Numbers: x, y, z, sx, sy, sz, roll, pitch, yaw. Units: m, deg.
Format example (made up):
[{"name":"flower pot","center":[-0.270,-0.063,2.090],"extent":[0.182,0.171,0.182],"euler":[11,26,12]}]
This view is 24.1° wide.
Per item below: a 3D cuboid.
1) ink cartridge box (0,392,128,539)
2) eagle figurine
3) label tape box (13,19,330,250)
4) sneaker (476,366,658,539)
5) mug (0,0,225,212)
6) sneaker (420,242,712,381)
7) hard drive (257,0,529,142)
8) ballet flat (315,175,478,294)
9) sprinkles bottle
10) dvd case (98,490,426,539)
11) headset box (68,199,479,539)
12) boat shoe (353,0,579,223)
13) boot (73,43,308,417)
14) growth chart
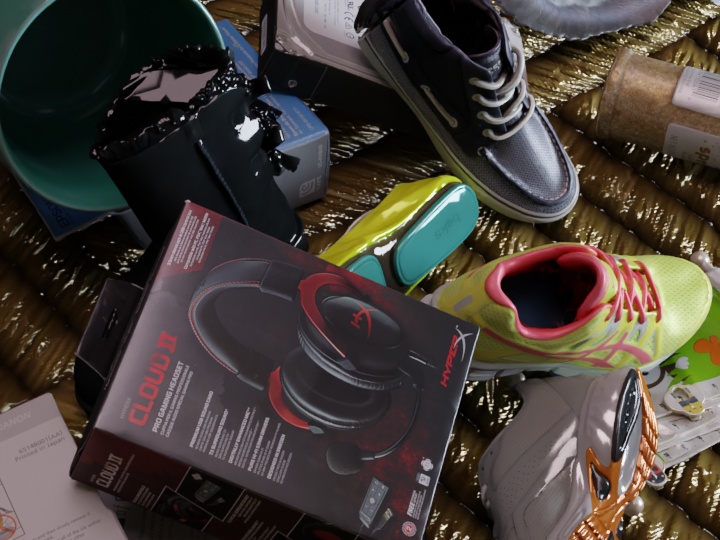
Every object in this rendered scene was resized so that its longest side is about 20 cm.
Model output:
[{"name":"ink cartridge box","center":[-0.215,0.176,0.872],"extent":[0.200,0.045,0.176],"euler":[-24,53,-14]},{"name":"eagle figurine","center":[0.193,-0.258,1.315],"extent":[0.200,0.152,0.151],"euler":[-20,84,11]},{"name":"label tape box","center":[-0.141,-0.081,1.142],"extent":[0.200,0.066,0.143],"euler":[-24,52,-22]},{"name":"sneaker","center":[0.100,0.142,0.950],"extent":[0.092,0.076,0.200],"euler":[-1,47,34]},{"name":"mug","center":[-0.166,-0.116,1.042],"extent":[0.152,0.185,0.114],"euler":[-39,41,-11]},{"name":"sneaker","center":[0.136,0.020,0.999],"extent":[0.200,0.090,0.078],"euler":[-9,68,-28]},{"name":"hard drive","center":[0.025,-0.157,1.200],"extent":[0.200,0.038,0.140],"euler":[19,42,-18]},{"name":"ballet flat","center":[0.000,0.000,1.083],"extent":[0.067,0.067,0.200],"euler":[11,38,36]},{"name":"sprinkles bottle","center":[0.269,-0.100,1.191],"extent":[0.200,0.068,0.068],"euler":[18,47,13]},{"name":"dvd case","center":[-0.063,0.151,0.946],"extent":[0.199,0.025,0.151],"euler":[3,45,0]},{"name":"headset box","center":[-0.053,0.066,0.906],"extent":[0.200,0.075,0.149],"euler":[24,57,-7]},{"name":"boat shoe","center":[0.083,-0.112,1.110],"extent":[0.200,0.093,0.075],"euler":[44,72,-11]},{"name":"boot","center":[-0.116,-0.025,0.997],"extent":[0.073,0.163,0.198],"euler":[28,62,36]},{"name":"growth chart","center":[0.188,0.062,1.060],"extent":[0.200,0.018,0.145],"euler":[-27,53,-29]}]
